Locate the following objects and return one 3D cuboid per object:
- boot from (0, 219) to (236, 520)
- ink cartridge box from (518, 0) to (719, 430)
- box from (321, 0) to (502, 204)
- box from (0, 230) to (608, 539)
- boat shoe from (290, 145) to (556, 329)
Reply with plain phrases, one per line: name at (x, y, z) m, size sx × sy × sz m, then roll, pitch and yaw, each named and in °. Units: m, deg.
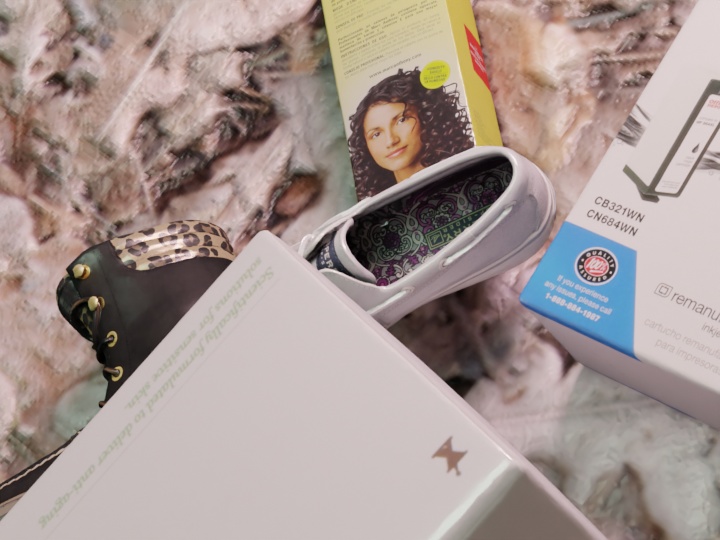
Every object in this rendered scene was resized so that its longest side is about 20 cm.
boot at (-0.122, 0.063, 1.471) m, size 0.199 × 0.073 × 0.151 m, roll -26°, pitch 51°, yaw -6°
ink cartridge box at (0.191, -0.030, 1.348) m, size 0.146 × 0.084 × 0.201 m, roll 24°, pitch 79°, yaw 37°
box at (0.028, -0.096, 1.501) m, size 0.075 × 0.050 × 0.201 m, roll -23°, pitch 55°, yaw 17°
box at (-0.016, 0.136, 1.296) m, size 0.199 × 0.171 × 0.200 m, roll -47°, pitch 52°, yaw 0°
boat shoe at (0.000, 0.000, 1.391) m, size 0.199 × 0.069 × 0.072 m, roll -22°, pitch 65°, yaw 10°
